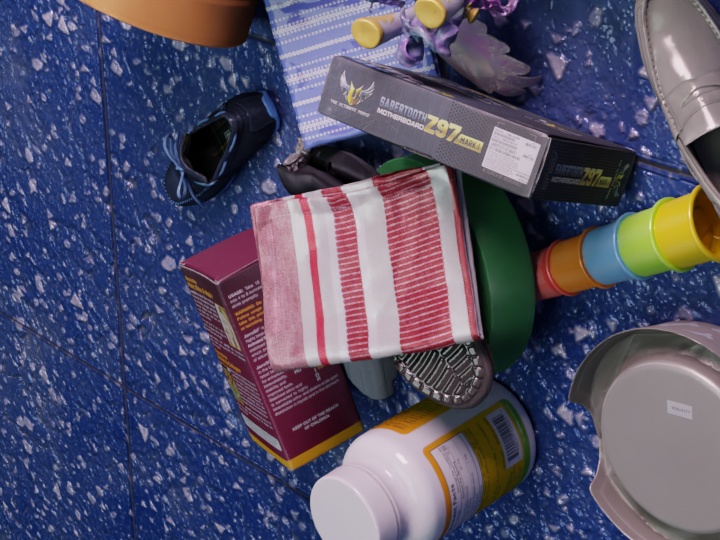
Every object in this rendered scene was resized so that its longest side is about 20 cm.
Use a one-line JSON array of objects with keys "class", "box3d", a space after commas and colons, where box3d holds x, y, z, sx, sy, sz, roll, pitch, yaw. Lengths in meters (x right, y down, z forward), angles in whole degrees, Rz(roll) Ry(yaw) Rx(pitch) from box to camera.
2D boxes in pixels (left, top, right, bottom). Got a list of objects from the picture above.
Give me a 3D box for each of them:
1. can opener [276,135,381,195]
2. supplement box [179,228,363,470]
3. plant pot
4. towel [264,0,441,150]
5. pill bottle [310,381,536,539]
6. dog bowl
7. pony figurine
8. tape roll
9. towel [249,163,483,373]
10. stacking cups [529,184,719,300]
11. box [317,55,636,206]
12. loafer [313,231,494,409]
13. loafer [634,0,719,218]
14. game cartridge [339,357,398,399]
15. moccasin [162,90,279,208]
[{"class": "can opener", "box3d": [-0.020, -0.082, 1.226, 0.079, 0.063, 0.200, 44, 171, -18]}, {"class": "supplement box", "box3d": [-0.084, 0.072, 1.304, 0.110, 0.085, 0.202, 21, 134, 63]}, {"class": "plant pot", "box3d": [-0.173, -0.308, 1.236, 0.200, 0.199, 0.141, 36, 115, 29]}, {"class": "towel", "box3d": [-0.013, -0.216, 1.181, 0.144, 0.024, 0.202, -12, 100, 24]}, {"class": "pill bottle", "box3d": [0.054, 0.178, 1.202, 0.111, 0.199, 0.112, 22, 123, 38]}, {"class": "dog bowl", "box3d": [0.258, 0.131, 1.072, 0.199, 0.058, 0.202, 22, 123, 38]}, {"class": "pony figurine", "box3d": [0.063, -0.222, 1.040, 0.192, 0.200, 0.167, 36, 126, 8]}, {"class": "tape roll", "box3d": [0.071, -0.003, 1.180, 0.200, 0.048, 0.202, 37, 135, 49]}, {"class": "towel", "box3d": [0.000, 0.000, 1.113, 0.198, 0.023, 0.146, -10, 86, 31]}, {"class": "stacking cups", "box3d": [0.203, -0.010, 1.066, 0.199, 0.060, 0.061, -24, 90, 52]}, {"class": "box", "box3d": [0.090, -0.106, 1.049, 0.199, 0.157, 0.051, 26, 104, 31]}, {"class": "loafer", "box3d": [0.046, 0.031, 1.141, 0.073, 0.071, 0.200, -49, 66, 20]}, {"class": "loafer", "box3d": [0.247, -0.109, 0.950, 0.070, 0.070, 0.201, -27, 91, 16]}, {"class": "game cartridge", "box3d": [-0.035, 0.019, 1.296, 0.200, 0.041, 0.134, 42, 154, 46]}, {"class": "moccasin", "box3d": [-0.159, -0.124, 1.385, 0.081, 0.068, 0.200, 58, 139, 9]}]
